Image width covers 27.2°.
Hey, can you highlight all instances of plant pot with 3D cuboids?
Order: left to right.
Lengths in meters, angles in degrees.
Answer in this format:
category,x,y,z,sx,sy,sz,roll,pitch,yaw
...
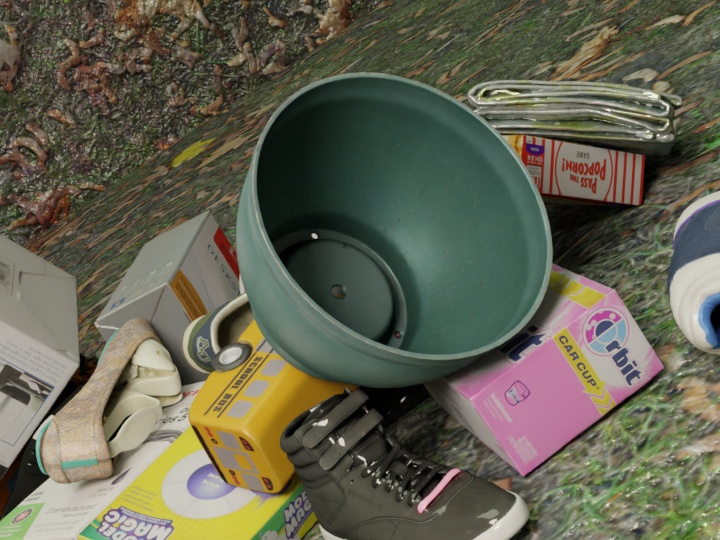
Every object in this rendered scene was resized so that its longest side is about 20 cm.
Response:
category,x,y,z,sx,sy,sz,roll,pitch,yaw
plant pot,0.004,-0.007,0.959,0.200,0.200,0.134,-43,-4,-36

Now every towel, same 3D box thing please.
category,x,y,z,sx,sy,sz,roll,pitch,yaw
towel,0.179,-0.126,1.248,0.171,0.048,0.200,5,0,9

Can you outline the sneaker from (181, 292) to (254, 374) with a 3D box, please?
category,x,y,z,sx,sy,sz,roll,pitch,yaw
sneaker,-0.039,0.034,1.156,0.200,0.067,0.090,-20,1,-12

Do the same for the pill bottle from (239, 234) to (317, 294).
category,x,y,z,sx,sy,sz,roll,pitch,yaw
pill bottle,0.000,0.000,1.304,0.200,0.112,0.112,-16,22,37

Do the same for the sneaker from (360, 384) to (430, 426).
category,x,y,z,sx,sy,sz,roll,pitch,yaw
sneaker,0.020,0.069,1.147,0.200,0.076,0.088,-23,11,-3

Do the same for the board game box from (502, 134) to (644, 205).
category,x,y,z,sx,sy,sz,roll,pitch,yaw
board game box,0.114,-0.083,1.260,0.151,0.046,0.200,4,0,-40

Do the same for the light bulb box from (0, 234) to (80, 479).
category,x,y,z,sx,sy,sz,roll,pitch,yaw
light bulb box,-0.346,0.091,1.287,0.200,0.125,0.198,-54,21,11

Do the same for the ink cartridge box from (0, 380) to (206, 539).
category,x,y,z,sx,sy,sz,roll,pitch,yaw
ink cartridge box,-0.170,0.174,1.143,0.145,0.084,0.200,-15,22,47

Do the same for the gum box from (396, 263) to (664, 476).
category,x,y,z,sx,sy,sz,roll,pitch,yaw
gum box,0.104,0.054,1.008,0.113,0.066,0.200,-37,16,-6

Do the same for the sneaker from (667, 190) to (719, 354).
category,x,y,z,sx,sy,sz,roll,pitch,yaw
sneaker,0.278,-0.012,0.882,0.200,0.081,0.147,-22,26,21

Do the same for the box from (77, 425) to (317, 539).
category,x,y,z,sx,sy,sz,roll,pitch,yaw
box,-0.102,0.167,1.024,0.117,0.048,0.200,14,43,32

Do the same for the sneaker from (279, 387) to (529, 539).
category,x,y,z,sx,sy,sz,roll,pitch,yaw
sneaker,0.015,0.124,0.910,0.071,0.099,0.200,-38,17,-29

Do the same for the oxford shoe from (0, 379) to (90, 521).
category,x,y,z,sx,sy,sz,roll,pitch,yaw
oxford shoe,-0.255,0.170,1.256,0.200,0.073,0.084,-56,11,-1

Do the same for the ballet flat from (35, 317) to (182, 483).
category,x,y,z,sx,sy,sz,roll,pitch,yaw
ballet flat,-0.176,0.099,1.138,0.067,0.068,0.200,-4,28,18

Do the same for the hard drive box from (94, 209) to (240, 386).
category,x,y,z,sx,sy,sz,roll,pitch,yaw
hard drive box,-0.144,0.055,1.335,0.077,0.156,0.200,-28,16,13

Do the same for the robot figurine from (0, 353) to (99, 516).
category,x,y,z,sx,sy,sz,roll,pitch,yaw
robot figurine,-0.298,0.161,1.354,0.200,0.058,0.145,-58,29,0

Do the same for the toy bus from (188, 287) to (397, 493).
category,x,y,z,sx,sy,sz,roll,pitch,yaw
toy bus,-0.039,0.059,1.041,0.078,0.065,0.200,4,42,39
